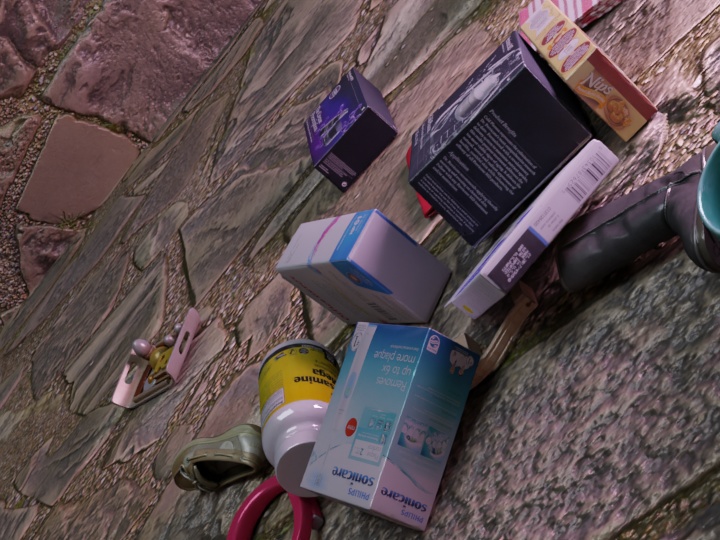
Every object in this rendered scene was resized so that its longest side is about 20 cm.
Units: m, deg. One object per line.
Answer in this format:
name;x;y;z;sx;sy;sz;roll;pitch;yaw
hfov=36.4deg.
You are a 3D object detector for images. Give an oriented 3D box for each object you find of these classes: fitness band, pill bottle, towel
fitness band;-0.109;0.329;1.357;0.144;0.037;0.200;-54;23;7
pill bottle;-0.071;0.185;1.376;0.112;0.112;0.201;-45;27;18
towel;0.303;-0.378;1.542;0.199;0.030;0.148;-35;30;31

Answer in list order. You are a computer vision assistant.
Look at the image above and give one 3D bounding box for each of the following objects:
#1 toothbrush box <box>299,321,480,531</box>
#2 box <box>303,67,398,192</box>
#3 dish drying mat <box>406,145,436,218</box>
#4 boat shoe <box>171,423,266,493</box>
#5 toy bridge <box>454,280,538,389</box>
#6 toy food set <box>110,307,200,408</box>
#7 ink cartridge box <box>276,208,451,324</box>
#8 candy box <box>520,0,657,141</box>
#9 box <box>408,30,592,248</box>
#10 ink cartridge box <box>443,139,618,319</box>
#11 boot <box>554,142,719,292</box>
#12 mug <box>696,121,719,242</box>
toothbrush box;0.032;0.168;1.209;0.146;0.085;0.203;2;69;57
box;-0.020;-0.246;1.889;0.141;0.079;0.201;-44;26;15
dish drying mat;0.106;-0.150;1.608;0.077;0.018;0.201;-46;27;19
boat shoe;-0.204;0.278;1.548;0.199;0.073;0.064;-25;32;35
toy bridge;0.124;0.100;1.239;0.200;0.027;0.068;-46;26;20
toy food set;-0.383;0.160;2.027;0.199;0.060;0.145;-30;33;43
ink cartridge box;0.000;0.000;1.448;0.199;0.144;0.086;-7;50;57
candy box;0.271;-0.245;1.317;0.055;0.115;0.201;-45;26;17
box;0.167;-0.167;1.354;0.196;0.124;0.201;-43;14;19
ink cartridge box;0.184;-0.036;1.220;0.198;0.047;0.200;-50;-4;-13
boot;0.277;-0.030;1.084;0.198;0.073;0.183;-25;23;35
mug;0.374;-0.070;0.908;0.151;0.114;0.187;-30;33;42
